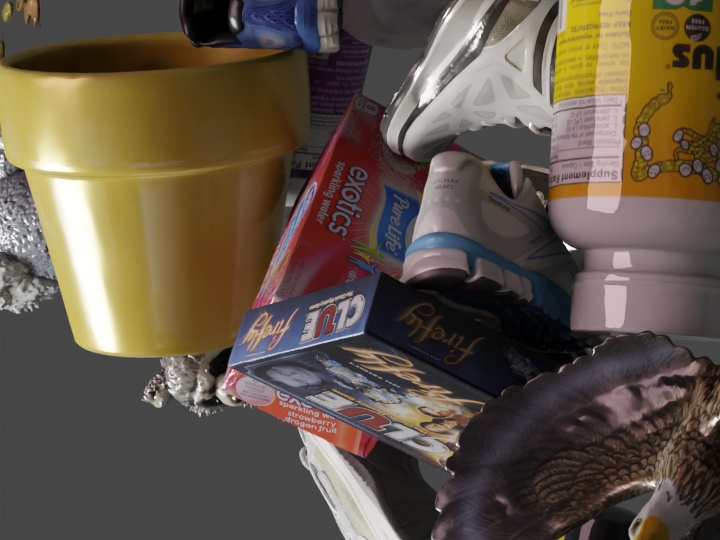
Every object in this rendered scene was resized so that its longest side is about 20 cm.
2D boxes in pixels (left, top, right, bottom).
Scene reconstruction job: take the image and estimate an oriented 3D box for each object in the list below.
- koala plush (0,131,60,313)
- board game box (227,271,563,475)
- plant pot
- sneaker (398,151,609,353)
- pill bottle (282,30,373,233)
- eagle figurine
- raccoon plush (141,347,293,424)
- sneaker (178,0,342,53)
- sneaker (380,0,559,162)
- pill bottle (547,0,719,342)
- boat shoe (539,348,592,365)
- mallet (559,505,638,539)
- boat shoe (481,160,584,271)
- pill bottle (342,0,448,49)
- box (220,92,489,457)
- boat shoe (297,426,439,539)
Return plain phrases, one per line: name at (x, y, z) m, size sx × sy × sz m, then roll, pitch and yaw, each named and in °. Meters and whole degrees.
koala plush at (-0.212, -0.032, 1.768) m, size 0.184 × 0.200 × 0.178 m, roll 173°, pitch 100°, yaw -64°
board game box at (0.049, 0.066, 1.149) m, size 0.135 × 0.200 × 0.035 m, roll -17°, pitch 51°, yaw 56°
plant pot at (-0.128, -0.050, 1.435) m, size 0.201 × 0.200 × 0.189 m, roll -157°, pitch 61°, yaw -64°
sneaker at (0.083, -0.010, 1.155) m, size 0.075 × 0.200 × 0.087 m, roll -3°, pitch 74°, yaw 22°
pill bottle at (-0.058, -0.114, 1.562) m, size 0.112 × 0.112 × 0.200 m, roll 44°, pitch 124°, yaw 59°
eagle figurine at (0.148, 0.101, 1.040) m, size 0.200 × 0.151 × 0.152 m, roll -41°, pitch 60°, yaw 46°
raccoon plush at (-0.109, 0.054, 1.608) m, size 0.200 × 0.134 × 0.097 m, roll -160°, pitch 75°, yaw -64°
sneaker at (-0.075, -0.183, 1.402) m, size 0.200 × 0.089 × 0.079 m, roll -139°, pitch 48°, yaw -69°
sneaker at (0.085, -0.091, 1.267) m, size 0.076 × 0.115 × 0.201 m, roll -49°, pitch -5°, yaw -25°
pill bottle at (0.152, -0.067, 1.110) m, size 0.113 × 0.113 × 0.200 m, roll -3°, pitch 82°, yaw 64°
boat shoe at (0.079, 0.044, 1.295) m, size 0.199 × 0.066 × 0.075 m, roll -124°, pitch 44°, yaw -54°
mallet at (0.104, 0.133, 1.267) m, size 0.200 × 0.041 × 0.066 m, roll -132°, pitch 52°, yaw -62°
boat shoe at (0.105, -0.023, 1.256) m, size 0.200 × 0.064 × 0.071 m, roll 23°, pitch 106°, yaw 63°
pill bottle at (0.021, -0.251, 1.422) m, size 0.111 × 0.111 × 0.200 m, roll 128°, pitch 140°, yaw -49°
box at (0.000, 0.000, 1.342) m, size 0.096 × 0.100 × 0.200 m, roll -58°, pitch 8°, yaw 43°
boat shoe at (0.006, 0.145, 1.427) m, size 0.202 × 0.074 × 0.065 m, roll 54°, pitch 128°, yaw 45°
